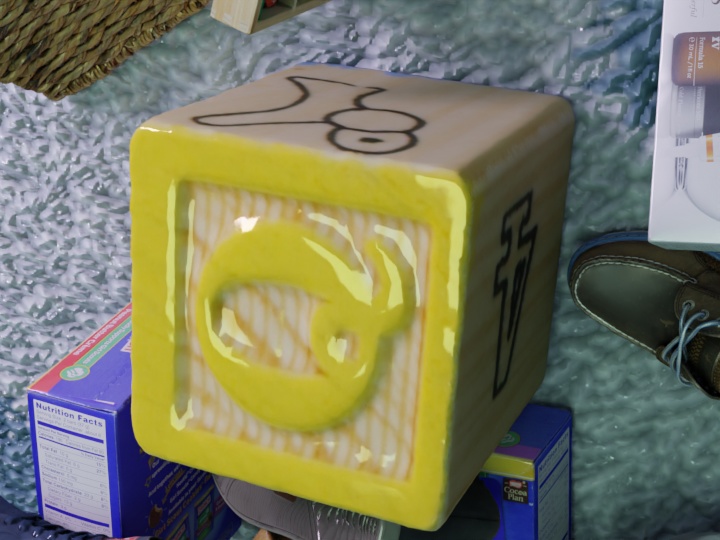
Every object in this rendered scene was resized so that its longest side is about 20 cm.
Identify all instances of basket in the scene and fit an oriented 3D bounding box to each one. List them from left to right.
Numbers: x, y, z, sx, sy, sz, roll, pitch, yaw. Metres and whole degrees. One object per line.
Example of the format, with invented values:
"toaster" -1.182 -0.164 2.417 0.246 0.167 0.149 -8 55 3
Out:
"basket" -0.200 -0.223 0.819 0.200 0.149 0.143 -27 65 33

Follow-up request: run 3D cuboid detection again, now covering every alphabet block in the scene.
"alphabet block" 0.000 0.000 0.726 0.195 0.200 0.197 10 111 22

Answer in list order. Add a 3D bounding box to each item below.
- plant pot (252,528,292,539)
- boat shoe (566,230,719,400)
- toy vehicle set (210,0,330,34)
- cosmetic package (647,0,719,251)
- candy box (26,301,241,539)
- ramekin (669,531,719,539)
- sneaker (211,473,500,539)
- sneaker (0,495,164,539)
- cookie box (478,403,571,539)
"plant pot" -0.041 0.262 0.814 0.186 0.186 0.201 19 107 18
"boat shoe" 0.208 0.033 0.722 0.199 0.072 0.073 18 119 19
"toy vehicle set" -0.020 -0.236 0.684 0.026 0.124 0.201 26 121 14
"cosmetic package" 0.225 -0.107 0.618 0.150 0.052 0.201 3 88 23
"candy box" -0.152 0.136 0.892 0.077 0.169 0.201 11 116 18
"ramekin" 0.187 0.265 0.769 0.105 0.200 0.201 -18 103 41
"sneaker" -0.011 0.132 0.794 0.200 0.106 0.075 26 101 49
"sneaker" -0.169 0.183 0.786 0.200 0.075 0.085 37 99 14
"cookie box" 0.053 0.184 0.867 0.171 0.075 0.201 7 114 26
